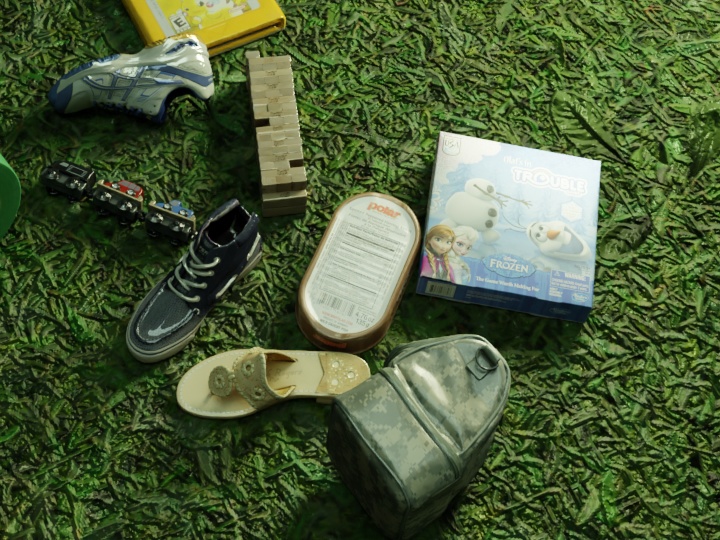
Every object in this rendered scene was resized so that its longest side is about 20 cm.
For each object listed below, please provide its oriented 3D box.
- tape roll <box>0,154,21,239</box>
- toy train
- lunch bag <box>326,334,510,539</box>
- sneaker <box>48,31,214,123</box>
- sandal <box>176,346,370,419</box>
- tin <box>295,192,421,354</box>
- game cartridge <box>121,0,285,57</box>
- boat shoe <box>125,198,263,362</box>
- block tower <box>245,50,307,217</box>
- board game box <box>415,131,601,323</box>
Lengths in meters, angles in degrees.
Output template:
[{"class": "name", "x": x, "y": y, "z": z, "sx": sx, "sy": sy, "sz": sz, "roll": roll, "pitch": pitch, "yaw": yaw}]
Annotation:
[{"class": "tape roll", "x": -0.454, "y": -0.057, "z": 1.332, "sx": 0.199, "sy": 0.201, "sz": 0.048, "roll": -35, "pitch": 69, "yaw": -21}, {"class": "toy train", "x": -0.272, "y": -0.080, "z": 1.457, "sx": 0.198, "sy": 0.034, "sz": 0.046, "roll": 22, "pitch": 49, "yaw": 9}, {"class": "lunch bag", "x": 0.065, "y": 0.158, "z": 1.258, "sx": 0.167, "sy": 0.201, "sz": 0.140, "roll": -32, "pitch": 70, "yaw": -16}, {"class": "sneaker", "x": -0.270, "y": -0.211, "z": 1.506, "sx": 0.197, "sy": 0.075, "sz": 0.089, "roll": -18, "pitch": 92, "yaw": 2}, {"class": "sandal", "x": -0.092, "y": 0.105, "z": 1.345, "sx": 0.208, "sy": 0.070, "sz": 0.079, "roll": -3, "pitch": 61, "yaw": -6}, {"class": "tin", "x": 0.000, "y": 0.000, "z": 1.431, "sx": 0.111, "sy": 0.042, "sz": 0.202, "roll": 22, "pitch": 61, "yaw": 3}, {"class": "game cartridge", "x": -0.214, "y": -0.357, "z": 1.615, "sx": 0.174, "sy": 0.033, "sz": 0.201, "roll": -23, "pitch": 67, "yaw": -17}, {"class": "boat shoe", "x": -0.183, "y": 0.005, "z": 1.380, "sx": 0.074, "sy": 0.093, "sz": 0.200, "roll": 33, "pitch": 63, "yaw": 14}, {"class": "block tower", "x": -0.100, "y": -0.165, "z": 1.504, "sx": 0.057, "sy": 0.054, "sz": 0.203, "roll": -6, "pitch": 62, "yaw": -9}, {"class": "board game box", "x": 0.173, "y": -0.052, "z": 1.468, "sx": 0.197, "sy": 0.044, "sz": 0.202, "roll": 10, "pitch": 60, "yaw": -1}]
